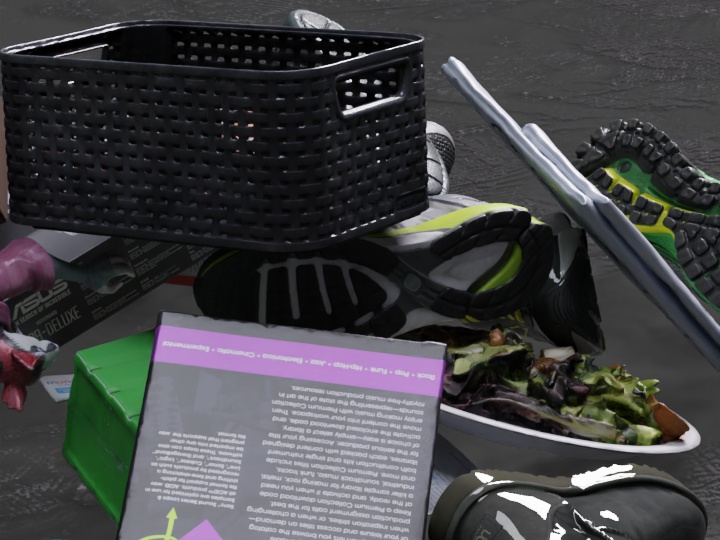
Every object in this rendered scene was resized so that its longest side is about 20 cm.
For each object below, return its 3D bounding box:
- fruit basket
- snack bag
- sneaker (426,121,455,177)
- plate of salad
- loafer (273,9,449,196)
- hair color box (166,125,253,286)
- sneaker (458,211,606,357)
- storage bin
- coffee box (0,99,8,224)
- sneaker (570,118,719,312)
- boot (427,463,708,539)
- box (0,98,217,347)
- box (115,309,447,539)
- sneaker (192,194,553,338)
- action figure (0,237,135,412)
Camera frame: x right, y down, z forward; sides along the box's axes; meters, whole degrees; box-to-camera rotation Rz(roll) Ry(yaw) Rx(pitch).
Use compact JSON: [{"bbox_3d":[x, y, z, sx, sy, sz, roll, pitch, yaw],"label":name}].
[{"bbox_3d":[-0.046,0.094,1.431,0.199,0.094,0.185,6,19,-29],"label":"fruit basket"},{"bbox_3d":[0.139,-0.027,1.590,0.021,0.189,0.200,-43,35,3],"label":"snack bag"},{"bbox_3d":[0.022,-0.029,1.707,0.077,0.079,0.200,10,36,21],"label":"sneaker"},{"bbox_3d":[0.087,0.056,1.485,0.199,0.048,0.200,13,11,-3],"label":"plate of salad"},{"bbox_3d":[-0.006,-0.080,1.679,0.072,0.063,0.200,17,29,-34],"label":"loafer"},{"bbox_3d":[-0.064,-0.053,1.769,0.101,0.061,0.200,5,23,14],"label":"hair color box"},{"bbox_3d":[0.092,0.015,1.604,0.084,0.075,0.200,-11,6,0],"label":"sneaker"},{"bbox_3d":[-0.075,-0.073,1.443,0.199,0.094,0.135,7,16,32],"label":"storage bin"},{"bbox_3d":[-0.308,-0.048,1.605,0.199,0.080,0.115,-23,37,11],"label":"coffee box"},{"bbox_3d":[0.219,-0.017,1.674,0.078,0.085,0.200,-46,54,-3],"label":"sneaker"},{"bbox_3d":[0.143,0.164,1.260,0.181,0.073,0.200,1,23,-39],"label":"boot"},{"bbox_3d":[-0.189,-0.018,1.625,0.200,0.050,0.158,-32,34,-18],"label":"box"},{"bbox_3d":[-0.040,0.114,1.293,0.142,0.036,0.201,7,52,2],"label":"box"},{"bbox_3d":[0.000,0.000,1.472,0.199,0.074,0.081,-7,17,-27],"label":"sneaker"},{"bbox_3d":[-0.221,0.006,1.449,0.149,0.134,0.200,34,1,-40],"label":"action figure"}]
